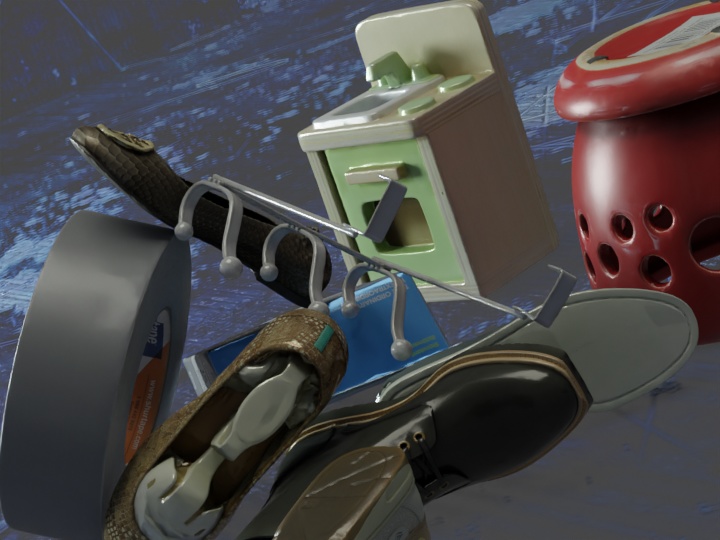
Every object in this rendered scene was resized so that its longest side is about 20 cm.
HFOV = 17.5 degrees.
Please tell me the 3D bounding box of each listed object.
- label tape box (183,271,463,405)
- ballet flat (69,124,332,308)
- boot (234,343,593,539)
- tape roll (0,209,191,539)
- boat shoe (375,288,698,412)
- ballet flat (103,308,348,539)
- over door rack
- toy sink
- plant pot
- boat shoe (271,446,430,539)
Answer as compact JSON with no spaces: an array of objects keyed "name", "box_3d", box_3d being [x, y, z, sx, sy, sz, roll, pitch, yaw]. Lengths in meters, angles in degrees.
[{"name":"label tape box","box_3d":[-0.028,0.053,1.512,0.143,0.066,0.200,-22,-2,-12]},{"name":"ballet flat","box_3d":[-0.092,-0.041,1.435,0.046,0.200,0.067,-52,30,7]},{"name":"boot","box_3d":[0.025,0.119,1.300,0.199,0.078,0.138,-26,13,31]},{"name":"tape roll","box_3d":[-0.160,0.067,1.437,0.066,0.201,0.200,12,20,6]},{"name":"boat shoe","box_3d":[0.103,0.057,1.403,0.199,0.073,0.062,-20,5,1]},{"name":"ballet flat","box_3d":[-0.084,0.104,1.338,0.200,0.070,0.065,-52,4,11]},{"name":"over door rack","box_3d":[0.000,0.000,1.349,0.147,0.067,0.200,26,-14,-35]},{"name":"toy sink","box_3d":[0.042,-0.085,1.746,0.130,0.201,0.112,-3,21,44]},{"name":"plant pot","box_3d":[0.225,-0.070,1.502,0.200,0.183,0.200,-19,12,4]},{"name":"boat shoe","box_3d":[-0.028,0.172,1.161,0.074,0.067,0.200,-1,36,49]}]
